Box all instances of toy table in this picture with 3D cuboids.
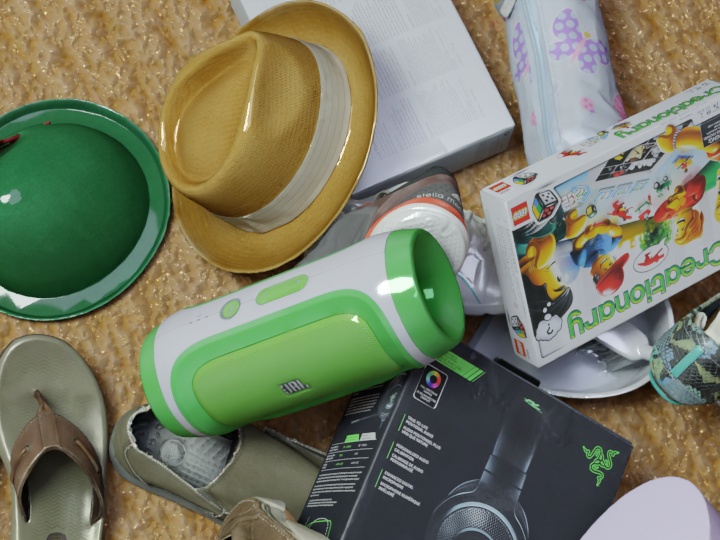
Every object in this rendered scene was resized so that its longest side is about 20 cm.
[{"bbox_3d":[0.183,0.234,0.843,0.117,0.183,0.201,49,54,-14],"label":"toy table"}]

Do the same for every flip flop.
[{"bbox_3d":[-0.205,0.141,0.954,0.080,0.058,0.203,2,75,-20],"label":"flip flop"}]

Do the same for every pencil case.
[{"bbox_3d":[0.151,-0.137,1.056,0.082,0.091,0.203,-16,65,17],"label":"pencil case"}]

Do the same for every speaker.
[{"bbox_3d":[-0.038,0.041,0.889,0.198,0.088,0.090,-21,71,23],"label":"speaker"}]

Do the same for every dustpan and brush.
[{"bbox_3d":[0.192,0.053,1.020,0.199,0.057,0.140,32,72,7],"label":"dustpan and brush"}]

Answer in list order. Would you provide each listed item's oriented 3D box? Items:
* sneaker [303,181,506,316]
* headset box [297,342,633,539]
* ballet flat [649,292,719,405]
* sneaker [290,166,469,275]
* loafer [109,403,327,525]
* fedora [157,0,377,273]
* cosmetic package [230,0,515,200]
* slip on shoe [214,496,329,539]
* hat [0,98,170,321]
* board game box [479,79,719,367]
[{"bbox_3d":[0.054,-0.017,1.005,0.197,0.081,0.071,1,27,3],"label":"sneaker"},{"bbox_3d":[0.064,0.155,0.934,0.173,0.093,0.202,31,70,-16],"label":"headset box"},{"bbox_3d":[0.277,0.032,0.989,0.199,0.074,0.074,-30,74,-41],"label":"ballet flat"},{"bbox_3d":[0.000,0.000,0.961,0.077,0.199,0.082,42,36,-24],"label":"sneaker"},{"bbox_3d":[-0.079,0.141,0.968,0.197,0.070,0.076,16,71,2],"label":"loafer"},{"bbox_3d":[-0.080,-0.102,0.996,0.198,0.081,0.204,-10,72,35],"label":"fedora"},{"bbox_3d":[0.006,-0.157,1.084,0.149,0.052,0.202,-22,74,-12],"label":"cosmetic package"},{"bbox_3d":[-0.070,0.179,0.859,0.060,0.200,0.077,3,89,-18],"label":"slip on shoe"},{"bbox_3d":[-0.228,-0.065,0.970,0.165,0.176,0.200,42,74,10],"label":"hat"},{"bbox_3d":[0.181,-0.034,0.979,0.198,0.035,0.128,-26,118,-20],"label":"board game box"}]
